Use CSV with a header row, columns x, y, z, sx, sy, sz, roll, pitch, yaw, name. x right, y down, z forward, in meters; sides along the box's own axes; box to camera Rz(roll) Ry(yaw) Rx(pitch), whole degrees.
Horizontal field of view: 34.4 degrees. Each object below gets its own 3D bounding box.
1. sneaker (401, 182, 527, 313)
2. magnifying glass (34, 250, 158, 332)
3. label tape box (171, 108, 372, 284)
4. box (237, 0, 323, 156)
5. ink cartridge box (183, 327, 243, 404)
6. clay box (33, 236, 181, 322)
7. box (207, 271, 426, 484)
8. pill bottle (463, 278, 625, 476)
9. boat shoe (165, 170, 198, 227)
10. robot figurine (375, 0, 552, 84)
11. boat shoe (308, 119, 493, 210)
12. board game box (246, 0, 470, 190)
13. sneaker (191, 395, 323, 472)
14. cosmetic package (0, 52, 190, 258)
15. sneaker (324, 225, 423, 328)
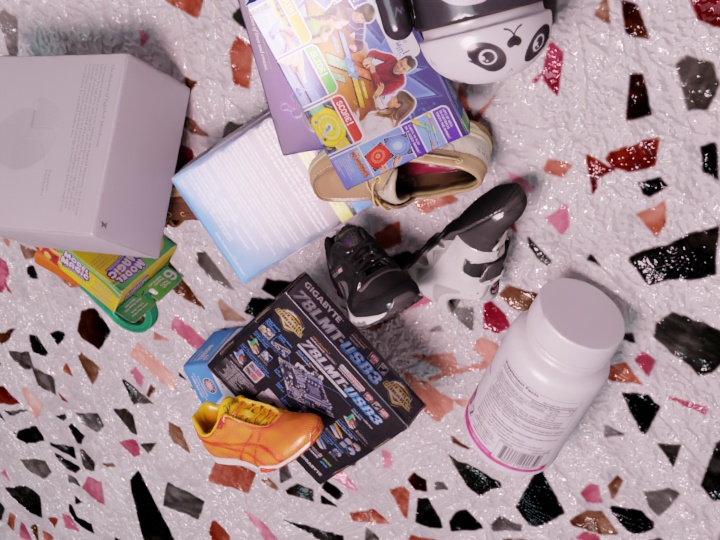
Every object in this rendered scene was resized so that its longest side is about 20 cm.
x,y,z,sx,sy,sz,roll,pitch,yaw,name
0.125,-0.018,1.198,0.089,0.074,0.200,45,145,-3,sneaker
-0.359,0.021,1.580,0.198,0.022,0.080,25,131,14,magnifying glass
-0.084,-0.099,1.272,0.198,0.066,0.144,-31,102,15,label tape box
-0.031,-0.227,1.126,0.139,0.079,0.203,-10,116,13,box
-0.101,0.147,1.448,0.198,0.084,0.146,-9,115,36,ink cartridge box
-0.321,-0.034,1.450,0.199,0.115,0.048,37,134,6,clay box
-0.054,0.127,1.307,0.200,0.050,0.198,46,136,-2,box
0.191,0.111,1.211,0.113,0.113,0.201,32,132,10,pill bottle
-0.236,-0.081,1.390,0.197,0.072,0.068,-2,117,32,boat shoe
0.095,-0.262,0.997,0.148,0.125,0.203,-7,103,30,robot figurine
0.035,-0.098,1.167,0.197,0.067,0.074,-12,138,24,boat shoe
0.001,-0.189,1.075,0.134,0.035,0.202,-22,113,16,board game box
-0.123,0.179,1.311,0.198,0.073,0.078,-10,120,42,sneaker
-0.317,-0.129,1.313,0.197,0.122,0.203,5,81,32,cosmetic package
0.000,0.000,1.235,0.089,0.075,0.200,66,167,-13,sneaker
